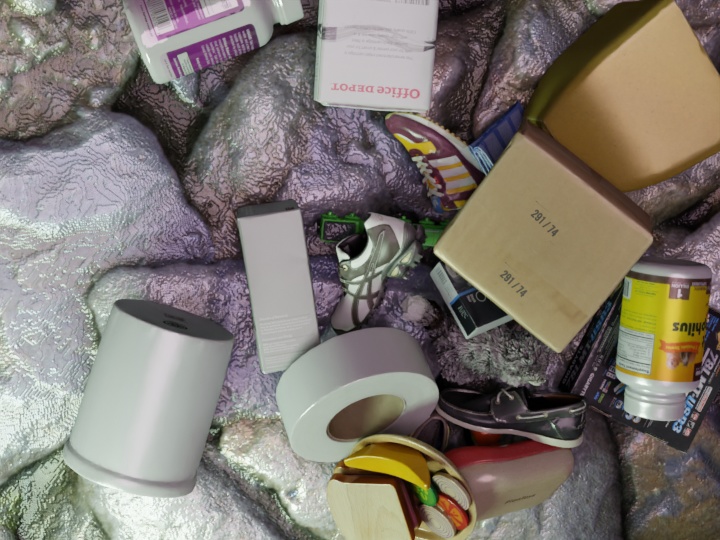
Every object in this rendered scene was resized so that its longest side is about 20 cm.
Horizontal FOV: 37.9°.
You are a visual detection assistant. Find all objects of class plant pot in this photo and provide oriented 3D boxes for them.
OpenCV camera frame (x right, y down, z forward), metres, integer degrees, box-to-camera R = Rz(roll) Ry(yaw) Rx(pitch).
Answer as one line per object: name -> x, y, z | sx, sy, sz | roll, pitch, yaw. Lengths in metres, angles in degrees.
plant pot -> 0.322, -0.199, 1.309 | 0.199, 0.196, 0.195 | -36, 102, 1

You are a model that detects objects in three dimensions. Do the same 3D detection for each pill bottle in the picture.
pill bottle -> -0.174, -0.310, 1.262 | 0.198, 0.112, 0.113 | -21, 102, -4
pill bottle -> 0.391, 0.087, 1.361 | 0.108, 0.109, 0.202 | 3, 98, -8

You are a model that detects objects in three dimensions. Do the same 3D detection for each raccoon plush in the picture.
raccoon plush -> 0.155, 0.096, 1.334 | 0.199, 0.133, 0.098 | 20, 76, -47

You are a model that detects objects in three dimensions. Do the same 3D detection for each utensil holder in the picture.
utensil holder -> -0.258, 0.155, 1.299 | 0.169, 0.170, 0.202 | 17, 96, -10

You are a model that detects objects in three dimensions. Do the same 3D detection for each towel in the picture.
towel -> 0.226, -0.107, 1.351 | 0.201, 0.024, 0.147 | 57, 46, -10

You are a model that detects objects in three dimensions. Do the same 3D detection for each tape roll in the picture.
tape roll -> -0.003, 0.160, 1.327 | 0.201, 0.071, 0.203 | -16, 144, -12

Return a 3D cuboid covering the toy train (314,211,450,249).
toy train -> 0.039, -0.049, 1.363 | 0.198, 0.056, 0.042 | 3, 99, -8

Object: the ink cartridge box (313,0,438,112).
ink cartridge box -> 0.019, -0.302, 1.303 | 0.144, 0.083, 0.202 | 3, 100, -9

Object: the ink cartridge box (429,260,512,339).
ink cartridge box -> 0.194, 0.008, 1.345 | 0.199, 0.039, 0.100 | -21, 71, -30

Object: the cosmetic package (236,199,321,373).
cosmetic package -> -0.103, 0.017, 1.330 | 0.089, 0.107, 0.202 | -12, 99, -5

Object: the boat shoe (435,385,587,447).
boat shoe -> 0.198, 0.177, 1.378 | 0.198, 0.072, 0.068 | 9, 117, 8

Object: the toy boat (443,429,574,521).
toy boat -> 0.179, 0.250, 1.407 | 0.199, 0.131, 0.131 | -5, 143, -32

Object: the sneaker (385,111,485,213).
sneaker -> 0.105, -0.126, 1.350 | 0.199, 0.075, 0.091 | 32, 89, -11

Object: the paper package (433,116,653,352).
paper package -> 0.214, -0.041, 1.238 | 0.199, 0.103, 0.191 | 37, 110, 1

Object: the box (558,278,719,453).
box -> 0.405, 0.122, 1.447 | 0.197, 0.050, 0.201 | 25, 95, -12

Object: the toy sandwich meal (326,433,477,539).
toy sandwich meal -> 0.049, 0.291, 1.330 | 0.204, 0.070, 0.206 | 18, 131, 22

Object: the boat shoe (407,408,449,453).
boat shoe -> 0.068, 0.276, 1.420 | 0.071, 0.060, 0.202 | 19, 96, -11

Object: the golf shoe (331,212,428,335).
golf shoe -> 0.000, 0.000, 1.329 | 0.094, 0.078, 0.200 | 27, 125, -14
